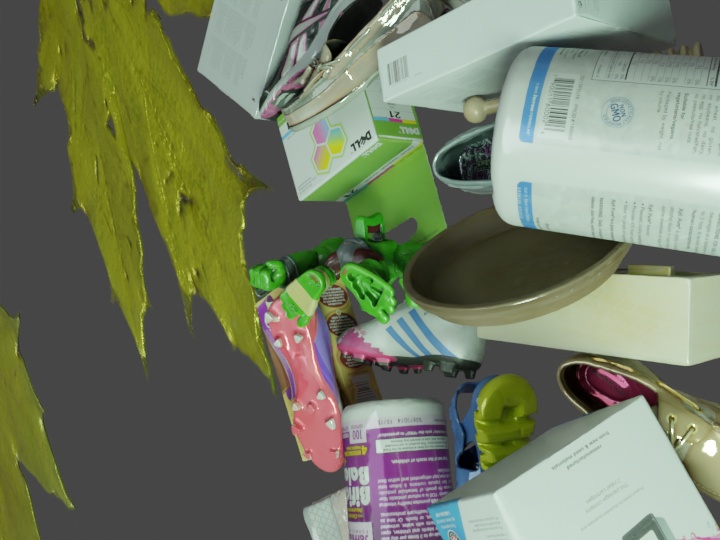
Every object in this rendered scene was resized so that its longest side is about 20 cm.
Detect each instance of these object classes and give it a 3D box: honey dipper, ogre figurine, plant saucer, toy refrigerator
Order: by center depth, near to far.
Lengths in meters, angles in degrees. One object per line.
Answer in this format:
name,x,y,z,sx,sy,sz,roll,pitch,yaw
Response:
honey dipper,0.176,-0.145,0.679,0.196,0.038,0.039,-7,87,28
plant saucer,0.130,-0.011,0.685,0.198,0.199,0.030,2,122,47
toy refrigerator,0.195,0.028,0.688,0.198,0.075,0.072,4,96,48
ogre figurine,0.000,0.000,0.835,0.197,0.120,0.100,-18,101,34

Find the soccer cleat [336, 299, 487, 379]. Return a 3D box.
soccer cleat,0.055,0.061,0.862,0.198,0.069,0.088,-1,73,48

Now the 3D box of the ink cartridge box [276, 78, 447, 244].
ink cartridge box,0.000,-0.106,0.895,0.147,0.075,0.204,-31,69,44

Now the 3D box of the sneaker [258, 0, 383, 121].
sneaker,-0.051,-0.256,0.954,0.200,0.079,0.087,-43,54,28

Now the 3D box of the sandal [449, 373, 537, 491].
sandal,0.120,0.188,0.791,0.087,0.078,0.205,-156,69,-65

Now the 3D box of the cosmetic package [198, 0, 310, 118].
cosmetic package,-0.124,-0.312,1.027,0.151,0.051,0.203,43,122,39

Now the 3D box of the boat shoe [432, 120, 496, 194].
boat shoe,0.146,-0.103,0.735,0.199,0.071,0.072,-9,86,48

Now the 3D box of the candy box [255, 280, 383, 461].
candy box,-0.048,0.105,0.976,0.116,0.056,0.204,-34,69,43

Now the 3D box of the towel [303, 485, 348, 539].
towel,0.020,0.338,0.935,0.190,0.032,0.204,-34,68,43

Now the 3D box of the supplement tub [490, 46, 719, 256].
supplement tub,0.201,-0.085,0.586,0.196,0.131,0.135,11,101,22

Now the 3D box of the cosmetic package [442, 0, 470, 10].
cosmetic package,0.087,-0.317,0.786,0.200,0.072,0.105,48,125,35

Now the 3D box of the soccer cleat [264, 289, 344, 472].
soccer cleat,-0.046,0.115,0.899,0.066,0.076,0.204,-12,100,31

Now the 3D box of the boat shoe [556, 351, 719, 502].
boat shoe,0.236,0.127,0.651,0.199,0.068,0.075,33,116,42

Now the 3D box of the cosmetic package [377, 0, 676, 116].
cosmetic package,0.133,-0.184,0.687,0.198,0.149,0.053,-13,81,47

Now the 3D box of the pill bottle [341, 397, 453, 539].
pill bottle,0.040,0.235,0.828,0.111,0.111,0.205,-20,70,46

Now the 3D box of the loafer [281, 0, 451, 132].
loafer,-0.004,-0.206,0.788,0.198,0.072,0.063,-27,113,29

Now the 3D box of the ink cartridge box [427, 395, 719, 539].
ink cartridge box,0.174,0.228,0.616,0.203,0.144,0.147,61,158,10
